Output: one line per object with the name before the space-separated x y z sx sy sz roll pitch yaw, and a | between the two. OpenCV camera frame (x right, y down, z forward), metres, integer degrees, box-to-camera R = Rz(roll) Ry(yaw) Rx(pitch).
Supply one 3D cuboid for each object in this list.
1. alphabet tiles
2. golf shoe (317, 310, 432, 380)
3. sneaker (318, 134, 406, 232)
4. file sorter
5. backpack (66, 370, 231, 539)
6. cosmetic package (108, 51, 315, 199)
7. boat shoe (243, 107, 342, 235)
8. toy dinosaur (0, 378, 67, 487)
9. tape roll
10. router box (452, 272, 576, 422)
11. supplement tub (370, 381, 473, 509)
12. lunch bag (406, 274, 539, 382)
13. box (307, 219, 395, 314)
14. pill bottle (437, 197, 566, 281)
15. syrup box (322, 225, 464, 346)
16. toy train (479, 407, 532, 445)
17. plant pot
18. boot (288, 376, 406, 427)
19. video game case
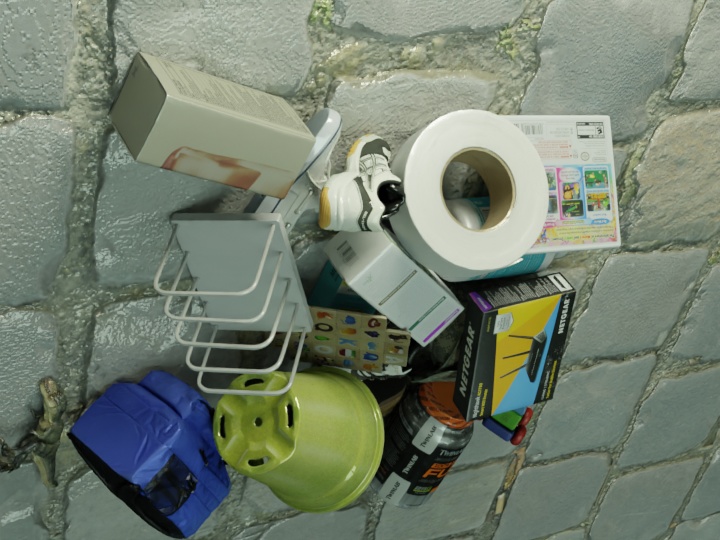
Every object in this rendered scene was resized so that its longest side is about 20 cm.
alphabet tiles | -0.032 0.092 1.557 0.197 0.006 0.167 8 150 4
golf shoe | 0.018 0.125 1.656 0.200 0.095 0.078 -43 138 10
sneaker | 0.016 -0.097 1.391 0.086 0.201 0.077 10 124 12
file sorter | -0.153 0.046 1.411 0.136 0.126 0.202 1 138 14
backpack | -0.253 0.250 1.537 0.168 0.162 0.201 -42 138 -17
cosmetic package | -0.162 -0.157 1.284 0.198 0.104 0.088 14 118 -39
boat shoe | -0.064 -0.098 1.401 0.085 0.075 0.203 29 113 -21
toy dinosaur | -0.423 0.229 1.498 0.087 0.048 0.202 -13 136 -32
tape roll | 0.134 -0.094 1.457 0.200 0.206 0.071 -15 178 -21
router box | 0.213 0.109 1.628 0.147 0.051 0.202 -12 129 -20
supplement tub | 0.096 0.261 1.793 0.121 0.123 0.201 2 132 -34
lunch bag | 0.170 0.092 1.708 0.162 0.118 0.202 -1 129 -31
box | 0.000 0.000 1.565 0.081 0.049 0.202 6 123 -37
pill bottle | 0.196 -0.046 1.607 0.197 0.111 0.112 -4 129 -30
syrup box | 0.046 0.013 1.510 0.081 0.079 0.200 -42 138 6
toy train | 0.253 0.180 1.833 0.117 0.084 0.200 -58 175 22
plant pot | -0.094 0.212 1.528 0.200 0.201 0.184 -44 153 9
boot | -0.022 0.215 1.731 0.198 0.074 0.076 -20 145 -20
video game case | 0.266 -0.117 1.576 0.197 0.024 0.185 -4 89 -30
